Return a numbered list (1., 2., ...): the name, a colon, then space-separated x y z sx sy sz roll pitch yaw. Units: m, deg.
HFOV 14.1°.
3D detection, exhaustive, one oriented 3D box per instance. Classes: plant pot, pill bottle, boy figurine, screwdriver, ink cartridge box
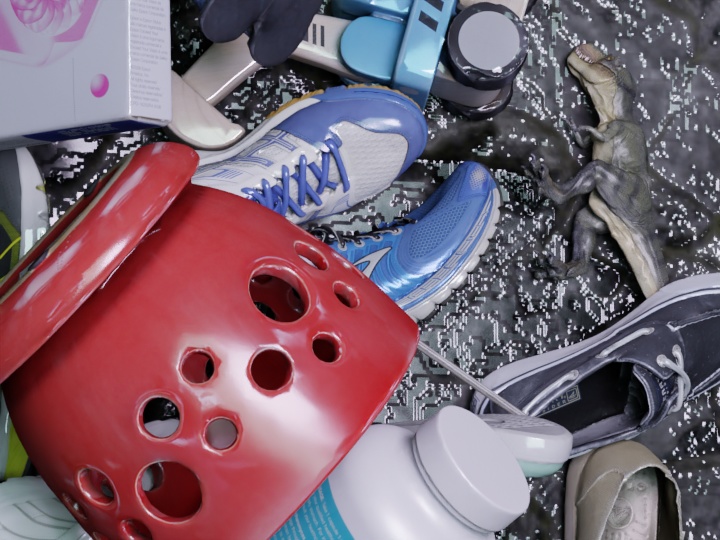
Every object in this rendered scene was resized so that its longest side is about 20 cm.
1. plant pot: -0.096 0.044 1.519 0.182 0.200 0.200 45 74 -9
2. pill bottle: -0.004 0.157 1.551 0.200 0.111 0.111 -40 96 24
3. boy figurine: -0.096 -0.187 1.641 0.124 0.200 0.064 24 107 -42
4. screwdriver: 0.036 0.045 1.646 0.200 0.029 0.028 35 82 -11
5. ink cartridge box: -0.190 -0.168 1.600 0.043 0.196 0.200 6 80 -53

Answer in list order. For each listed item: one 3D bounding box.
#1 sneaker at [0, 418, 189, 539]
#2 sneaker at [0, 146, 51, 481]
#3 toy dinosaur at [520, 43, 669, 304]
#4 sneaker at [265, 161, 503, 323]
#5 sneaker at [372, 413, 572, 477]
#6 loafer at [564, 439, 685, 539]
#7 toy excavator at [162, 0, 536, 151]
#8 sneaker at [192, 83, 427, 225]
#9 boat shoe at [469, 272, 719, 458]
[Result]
1. sneaker: -0.159 0.159 1.597 0.200 0.078 0.099 -25 70 -22
2. sneaker: -0.216 0.019 1.622 0.084 0.074 0.200 2 78 -7
3. toy dinosaur: 0.144 -0.037 1.745 0.088 0.047 0.200 -13 90 -23
4. sneaker: 0.000 0.000 1.682 0.200 0.079 0.089 -43 98 -16
5. sneaker: 0.036 0.143 1.634 0.074 0.200 0.118 -2 85 -57
6. loafer: 0.155 0.196 1.703 0.076 0.068 0.200 -2 84 -16
7. toy excavator: -0.003 -0.140 1.702 0.200 0.100 0.195 16 80 1
8. sneaker: -0.054 -0.038 1.634 0.200 0.088 0.075 -21 119 8
9. boat shoe: 0.165 0.062 1.711 0.200 0.068 0.072 -19 114 -13
